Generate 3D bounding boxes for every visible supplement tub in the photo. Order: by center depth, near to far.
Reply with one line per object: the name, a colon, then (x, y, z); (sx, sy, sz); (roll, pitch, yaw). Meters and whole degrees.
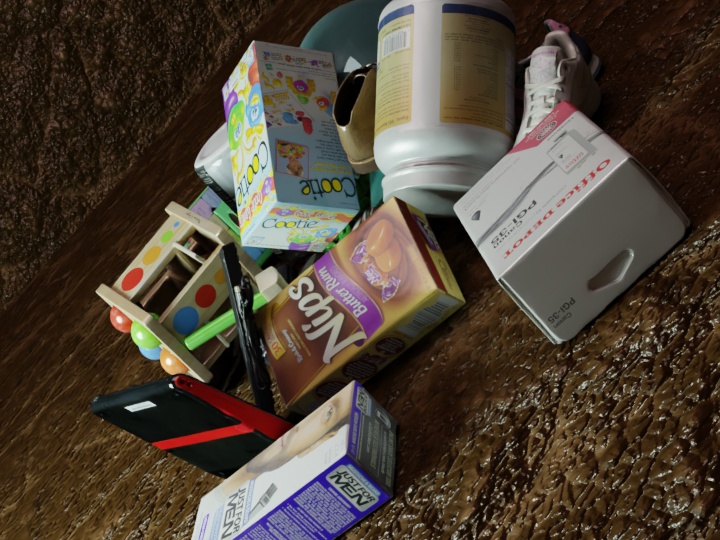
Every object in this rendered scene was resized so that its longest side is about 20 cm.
supplement tub: (0.085, -0.165, 1.334); (0.144, 0.143, 0.203); (-17, 67, 56)
supplement tub: (-0.096, -0.098, 1.613); (0.122, 0.200, 0.123); (-39, 20, 17)

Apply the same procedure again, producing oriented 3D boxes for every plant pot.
plant pot: (0.026, -0.197, 1.584); (0.200, 0.200, 0.162); (-39, 34, 19)

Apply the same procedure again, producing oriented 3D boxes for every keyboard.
keyboard: (-0.107, 0.071, 1.311); (0.020, 0.203, 0.127); (-14, 0, -9)

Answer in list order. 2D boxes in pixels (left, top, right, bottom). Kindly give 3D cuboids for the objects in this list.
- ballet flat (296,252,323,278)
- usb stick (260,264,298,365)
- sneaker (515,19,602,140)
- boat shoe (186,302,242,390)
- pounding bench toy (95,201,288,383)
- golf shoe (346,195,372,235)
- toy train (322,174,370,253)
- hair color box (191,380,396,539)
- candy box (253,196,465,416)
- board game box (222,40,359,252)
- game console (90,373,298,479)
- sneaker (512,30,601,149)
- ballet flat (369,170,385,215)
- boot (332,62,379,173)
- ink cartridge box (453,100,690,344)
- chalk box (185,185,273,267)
ballet flat: (-0.050, 0.037, 1.483); (0.068, 0.046, 0.200); (-59, 13, 16)
usb stick: (-0.096, 0.050, 1.574); (0.055, 0.033, 0.201); (-40, 20, 14)
sneaker: (0.159, -0.180, 1.411); (0.200, 0.082, 0.070); (-45, 20, 5)
boat shoe: (-0.164, 0.085, 1.606); (0.064, 0.071, 0.202); (-22, 40, 41)
pounding bench toy: (-0.181, 0.042, 1.502); (0.157, 0.124, 0.199); (-51, 39, -12)
golf shoe: (0.000, 0.000, 1.435); (0.201, 0.077, 0.088); (-56, 3, -39)
toy train: (0.015, -0.088, 1.524); (0.201, 0.041, 0.057); (-54, 44, 25)
hair color box: (-0.060, 0.196, 1.146); (0.199, 0.065, 0.110); (-38, 20, 20)
candy box: (-0.005, 0.038, 1.284); (0.199, 0.056, 0.118); (-40, 53, 22)
board game box: (-0.080, -0.136, 1.475); (0.103, 0.103, 0.203); (-44, 48, 51)
game console: (-0.144, 0.148, 1.256); (0.199, 0.176, 0.031); (-20, 44, 53)
sneaker: (0.176, -0.153, 1.284); (0.074, 0.100, 0.201); (-7, 38, 28)
ballet flat: (0.037, -0.057, 1.393); (0.067, 0.063, 0.202); (-44, 31, 50)
boot: (0.027, -0.201, 1.422); (0.073, 0.076, 0.202); (-6, 44, 34)
ink cartridge box: (0.170, -0.047, 1.111); (0.146, 0.083, 0.200); (-43, 18, 8)
chalk box: (-0.173, -0.049, 1.742); (0.124, 0.125, 0.200); (-50, 5, -11)
